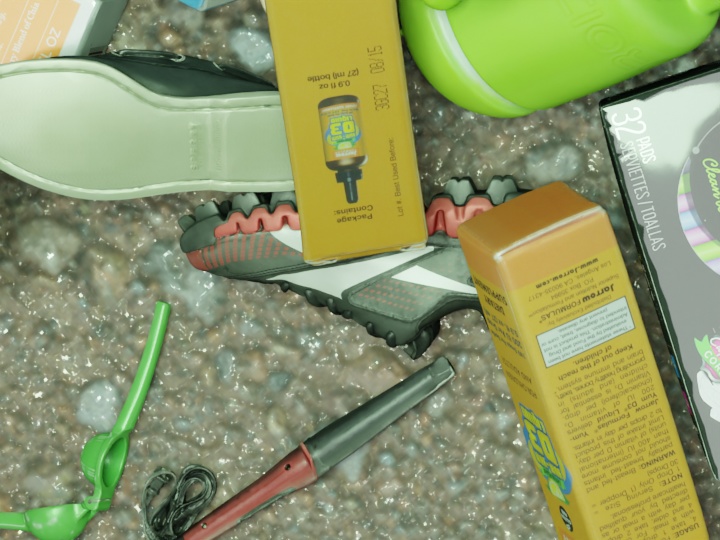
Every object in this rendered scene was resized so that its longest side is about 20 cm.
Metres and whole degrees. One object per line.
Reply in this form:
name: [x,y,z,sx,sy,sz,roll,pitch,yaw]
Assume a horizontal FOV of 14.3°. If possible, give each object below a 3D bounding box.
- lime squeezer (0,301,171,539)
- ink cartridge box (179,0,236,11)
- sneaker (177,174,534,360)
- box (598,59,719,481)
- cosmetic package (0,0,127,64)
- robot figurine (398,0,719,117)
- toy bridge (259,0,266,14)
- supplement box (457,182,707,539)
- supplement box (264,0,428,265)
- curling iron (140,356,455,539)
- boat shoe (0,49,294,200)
lime squeezer: [-0.161,0.107,1.606,0.200,0.038,0.071,-41,59,12]
ink cartridge box: [-0.129,-0.214,1.494,0.199,0.116,0.067,29,114,15]
sneaker: [0.000,0.000,1.544,0.199,0.071,0.098,-1,94,7]
box: [0.219,-0.013,1.480,0.148,0.124,0.201,-18,93,6]
cosmetic package: [-0.240,-0.146,1.562,0.199,0.071,0.102,25,100,5]
robot figurine: [0.104,-0.147,1.466,0.199,0.175,0.116,-21,71,39]
toy bridge: [-0.024,-0.159,1.550,0.067,0.027,0.201,-26,91,10]
supplement box: [0.117,0.060,1.498,0.069,0.067,0.201,-25,110,-10]
supplement box: [-0.011,-0.105,1.434,0.066,0.069,0.201,-8,119,0]
curling iron: [-0.037,0.099,1.584,0.199,0.026,0.050,-27,95,10]
boat shoe: [-0.113,-0.081,1.514,0.198,0.066,0.075,0,107,-7]
